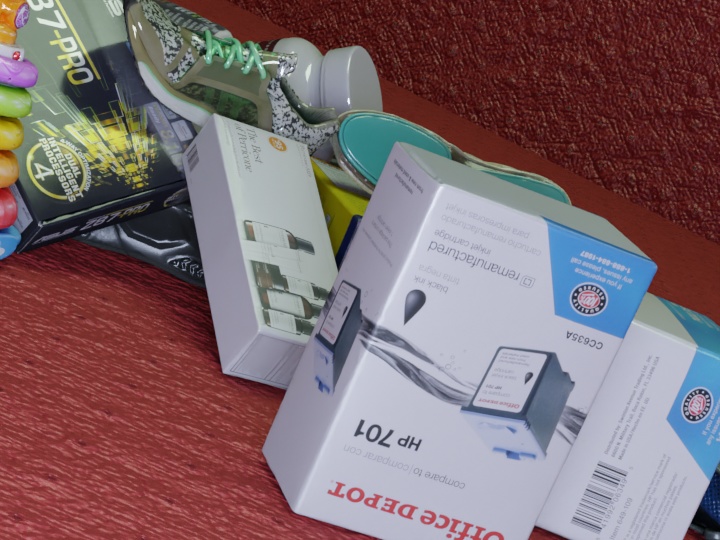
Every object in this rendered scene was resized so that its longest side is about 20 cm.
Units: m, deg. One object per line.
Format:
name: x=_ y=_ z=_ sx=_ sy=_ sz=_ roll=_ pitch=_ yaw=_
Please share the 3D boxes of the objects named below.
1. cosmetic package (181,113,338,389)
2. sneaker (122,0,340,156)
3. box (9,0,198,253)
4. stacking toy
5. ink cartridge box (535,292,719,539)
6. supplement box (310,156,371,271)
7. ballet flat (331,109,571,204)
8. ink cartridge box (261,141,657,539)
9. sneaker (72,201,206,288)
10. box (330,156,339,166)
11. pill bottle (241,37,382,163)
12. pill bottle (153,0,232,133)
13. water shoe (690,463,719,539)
cosmetic package: x=-0.062 y=-0.012 z=1.398 sx=0.082 sy=0.051 sz=0.201 roll=18 pitch=40 yaw=-33
sneaker: x=-0.089 y=-0.142 z=1.475 sx=0.200 sy=0.088 sz=0.077 roll=42 pitch=24 yaw=-36
box: x=-0.213 y=-0.124 z=1.452 sx=0.160 sy=0.049 sz=0.201 roll=-17 pitch=75 yaw=-43
stacking toy: x=-0.248 y=-0.115 z=1.324 sx=0.109 sy=0.202 sz=0.116 roll=27 pitch=10 yaw=21
ink cartridge box: x=0.124 y=0.075 z=1.339 sx=0.198 sy=0.148 sz=0.146 roll=22 pitch=11 yaw=-8
supplement box: x=0.000 y=0.000 z=1.550 sx=0.108 sy=0.110 sz=0.200 roll=20 pitch=12 yaw=-20
ballet flat: x=0.062 y=-0.061 z=1.552 sx=0.198 sy=0.068 sz=0.062 roll=22 pitch=-17 yaw=-11
ink cartridge box: x=0.053 y=0.051 z=1.153 sx=0.145 sy=0.202 sz=0.086 roll=18 pitch=12 yaw=-22
sneaker: x=-0.177 y=-0.056 z=1.546 sx=0.198 sy=0.077 sz=0.114 roll=24 pitch=8 yaw=-14
box: x=0.010 y=-0.039 z=1.748 sx=0.198 sy=0.050 sz=0.158 roll=21 pitch=25 yaw=-7
pill bottle: x=-0.089 y=-0.127 z=1.667 sx=0.198 sy=0.114 sz=0.113 roll=-6 pitch=1 yaw=19
pill bottle: x=-0.204 y=-0.175 z=1.584 sx=0.199 sy=0.107 sz=0.106 roll=26 pitch=11 yaw=12
water shoe: x=0.210 y=0.127 z=1.479 sx=0.199 sy=0.072 sz=0.079 roll=30 pitch=14 yaw=35
